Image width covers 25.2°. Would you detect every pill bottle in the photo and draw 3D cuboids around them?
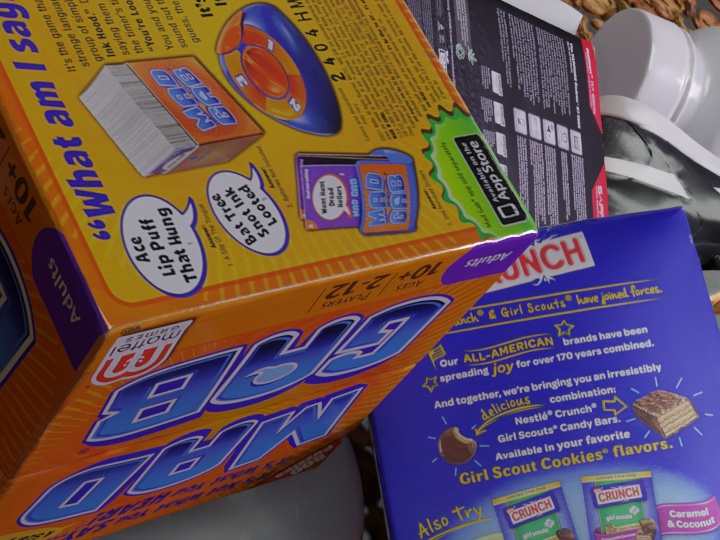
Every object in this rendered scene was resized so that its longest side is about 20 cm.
[{"bbox_3d":[0.244,-0.097,1.070,0.198,0.114,0.115,19,50,-24],"label":"pill bottle"}]

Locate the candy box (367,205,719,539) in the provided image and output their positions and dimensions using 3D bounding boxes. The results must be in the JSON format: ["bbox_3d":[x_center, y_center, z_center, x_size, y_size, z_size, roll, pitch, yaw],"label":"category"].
[{"bbox_3d":[0.090,0.084,0.741,0.167,0.077,0.202,-9,65,-2],"label":"candy box"}]

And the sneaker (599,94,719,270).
[{"bbox_3d":[0.194,-0.004,0.919,0.199,0.073,0.113,29,68,-2],"label":"sneaker"}]

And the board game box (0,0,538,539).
[{"bbox_3d":[-0.093,-0.027,0.655,0.199,0.200,0.201,-12,65,-39],"label":"board game box"}]

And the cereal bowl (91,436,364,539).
[{"bbox_3d":[-0.103,0.107,0.749,0.199,0.083,0.202,19,49,-23],"label":"cereal bowl"}]

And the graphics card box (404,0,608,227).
[{"bbox_3d":[0.058,-0.071,0.803,0.199,0.050,0.127,10,74,-55],"label":"graphics card box"}]

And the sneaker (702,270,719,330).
[{"bbox_3d":[0.179,0.095,0.815,0.077,0.077,0.202,-5,63,13],"label":"sneaker"}]

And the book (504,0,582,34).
[{"bbox_3d":[0.049,-0.141,1.038,0.133,0.048,0.200,27,40,11],"label":"book"}]
